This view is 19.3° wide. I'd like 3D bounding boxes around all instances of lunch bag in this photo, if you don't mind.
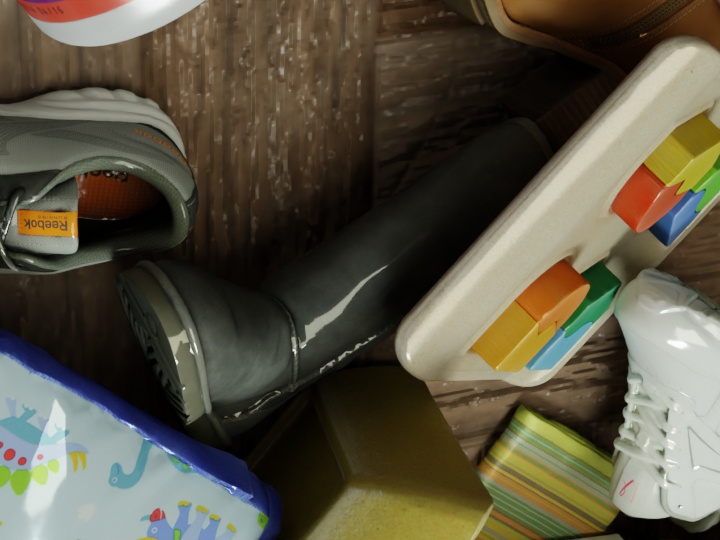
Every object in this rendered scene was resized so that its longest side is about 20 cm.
[{"bbox_3d":[-0.158,0.115,0.889,0.200,0.128,0.170,-37,129,25],"label":"lunch bag"}]

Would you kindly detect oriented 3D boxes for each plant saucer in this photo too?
[{"bbox_3d":[-0.039,0.134,0.941,0.048,0.200,0.200,37,96,-15],"label":"plant saucer"}]

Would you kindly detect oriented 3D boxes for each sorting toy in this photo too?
[{"bbox_3d":[0.112,-0.014,0.954,0.185,0.036,0.200,-47,162,9],"label":"sorting toy"}]

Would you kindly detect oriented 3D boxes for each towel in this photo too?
[{"bbox_3d":[0.055,0.164,1.100,0.086,0.018,0.200,32,100,-28],"label":"towel"}]

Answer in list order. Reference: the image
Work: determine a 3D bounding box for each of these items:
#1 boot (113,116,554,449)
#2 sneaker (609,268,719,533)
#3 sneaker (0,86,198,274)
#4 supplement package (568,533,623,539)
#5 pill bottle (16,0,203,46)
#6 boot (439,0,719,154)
[{"bbox_3d":[-0.001,-0.002,0.916,0.199,0.073,0.182,-26,167,-6],"label":"boot"},{"bbox_3d":[0.159,0.077,1.039,0.099,0.078,0.200,-44,139,-4],"label":"sneaker"},{"bbox_3d":[-0.160,-0.032,0.858,0.199,0.079,0.074,-7,120,-21],"label":"sneaker"},{"bbox_3d":[0.057,0.220,1.047,0.199,0.121,0.120,-4,115,-17],"label":"supplement package"},{"bbox_3d":[-0.123,-0.186,0.774,0.112,0.112,0.200,-38,125,-3],"label":"pill bottle"},{"bbox_3d":[0.109,-0.150,0.927,0.155,0.077,0.200,-40,120,-7],"label":"boot"}]
